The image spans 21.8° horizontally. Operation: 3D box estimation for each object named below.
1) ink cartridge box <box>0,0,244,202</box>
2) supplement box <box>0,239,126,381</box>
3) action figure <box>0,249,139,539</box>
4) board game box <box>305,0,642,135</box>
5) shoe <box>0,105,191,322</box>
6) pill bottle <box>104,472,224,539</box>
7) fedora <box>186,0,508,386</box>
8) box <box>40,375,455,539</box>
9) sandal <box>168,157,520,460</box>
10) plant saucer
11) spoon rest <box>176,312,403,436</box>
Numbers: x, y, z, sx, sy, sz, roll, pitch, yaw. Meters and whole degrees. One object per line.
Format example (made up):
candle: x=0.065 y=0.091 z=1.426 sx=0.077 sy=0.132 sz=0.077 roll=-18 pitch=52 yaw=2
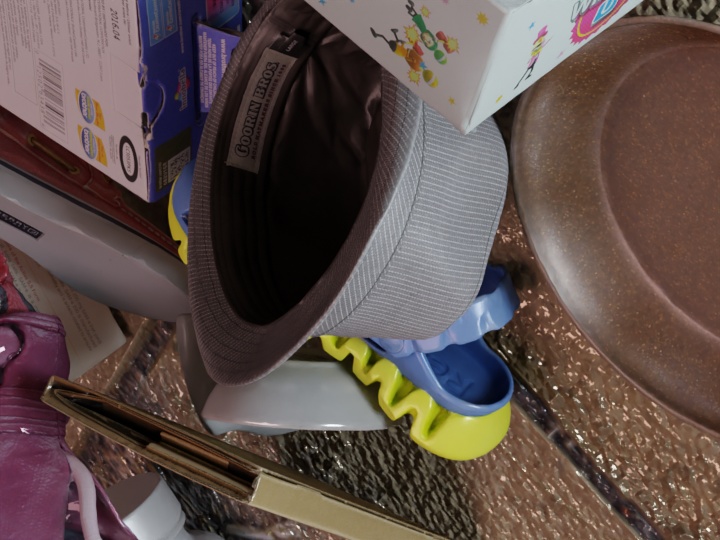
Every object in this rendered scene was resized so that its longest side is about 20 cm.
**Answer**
ink cartridge box: x=-0.130 y=-0.128 z=0.929 sx=0.200 sy=0.076 sz=0.137 roll=34 pitch=143 yaw=27
supplement box: x=-0.256 y=0.043 z=1.121 sx=0.073 sy=0.200 sz=0.126 roll=0 pitch=120 yaw=52
action figure: x=-0.187 y=0.085 z=1.016 sx=0.148 sy=0.134 sz=0.201 roll=-9 pitch=77 yaw=27
board game box: x=0.015 y=-0.160 z=0.668 sx=0.200 sy=0.147 sz=0.064 roll=41 pitch=143 yaw=17
shoe: x=-0.161 y=-0.052 z=1.045 sx=0.200 sy=0.091 sz=0.071 roll=30 pitch=149 yaw=-22
pill bottle: x=-0.118 y=0.238 z=1.212 sx=0.120 sy=0.120 sz=0.200 roll=-11 pitch=113 yaw=53
fedora: x=0.002 y=-0.036 z=0.795 sx=0.177 sy=0.090 sz=0.200 roll=-51 pitch=35 yaw=32
box: x=-0.051 y=0.112 z=1.000 sx=0.163 sy=0.021 sz=0.200 roll=18 pitch=174 yaw=40
sandal: x=0.000 y=0.000 z=0.893 sx=0.200 sy=0.080 sz=0.087 roll=32 pitch=128 yaw=5
plant saucer: x=0.149 y=-0.017 z=0.742 sx=0.200 sy=0.037 sz=0.201 roll=29 pitch=139 yaw=29
spoon rest: x=-0.048 y=0.065 z=0.972 sx=0.200 sy=0.099 sz=0.061 roll=-161 pitch=74 yaw=-66
